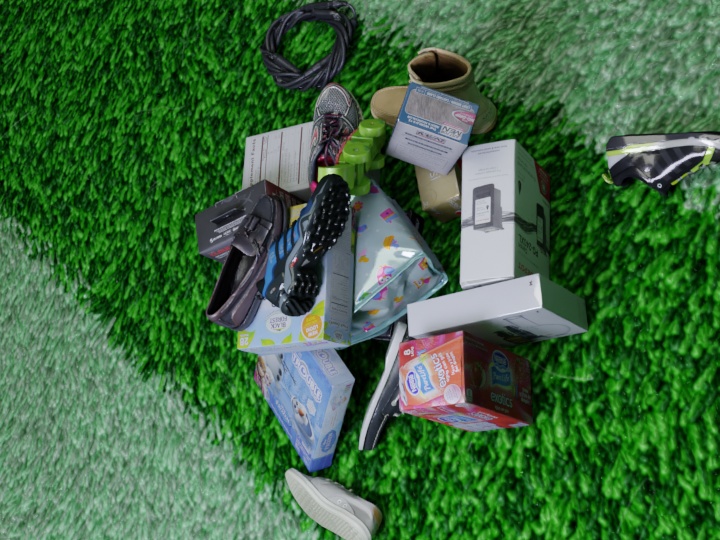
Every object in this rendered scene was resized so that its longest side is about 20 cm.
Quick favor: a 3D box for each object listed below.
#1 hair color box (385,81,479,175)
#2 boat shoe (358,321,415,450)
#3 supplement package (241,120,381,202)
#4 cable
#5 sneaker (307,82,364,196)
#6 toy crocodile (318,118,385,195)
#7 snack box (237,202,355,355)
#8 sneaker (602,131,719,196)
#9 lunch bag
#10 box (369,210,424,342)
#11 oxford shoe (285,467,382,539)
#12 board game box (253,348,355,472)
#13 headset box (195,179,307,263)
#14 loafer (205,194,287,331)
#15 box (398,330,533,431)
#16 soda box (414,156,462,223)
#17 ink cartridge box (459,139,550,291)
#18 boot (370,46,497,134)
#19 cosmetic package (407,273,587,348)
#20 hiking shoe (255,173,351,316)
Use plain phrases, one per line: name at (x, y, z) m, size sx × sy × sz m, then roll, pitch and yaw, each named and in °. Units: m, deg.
hair color box at (0.096, -0.193, 1.488) m, size 0.099 × 0.200 × 0.061 m, roll 19°, pitch 83°, yaw -1°
boat shoe at (0.050, 0.177, 1.567) m, size 0.060 × 0.076 × 0.201 m, roll 19°, pitch 103°, yaw 1°
supplement package at (-0.080, -0.163, 1.749) m, size 0.199 × 0.117 × 0.118 m, roll -8°, pitch 71°, yaw 34°
cable at (-0.095, -0.392, 1.891) m, size 0.199 × 0.051 × 0.164 m, roll 2°, pitch 80°, yaw 34°
sneaker at (-0.039, -0.190, 1.613) m, size 0.080 × 0.075 × 0.201 m, roll -3°, pitch 73°, yaw 12°
toy crocodile at (-0.004, -0.166, 1.547) m, size 0.061 × 0.068 × 0.200 m, roll 9°, pitch 35°, yaw 15°
snack box at (-0.091, 0.012, 1.527) m, size 0.168 × 0.068 × 0.201 m, roll -10°, pitch 73°, yaw 38°
sneaker at (0.420, -0.141, 1.426) m, size 0.199 × 0.072 × 0.083 m, roll 3°, pitch 100°, yaw 38°
lunch bag at (0.000, 0.000, 1.573) m, size 0.200 × 0.122 × 0.171 m, roll -40°, pitch 58°, yaw 9°
box at (0.007, 0.007, 1.670) m, size 0.160 × 0.049 × 0.201 m, roll 1°, pitch 75°, yaw 34°
oxford shoe at (-0.039, 0.342, 1.585) m, size 0.058 × 0.076 × 0.199 m, roll -36°, pitch 35°, yaw -28°
board game box at (-0.090, 0.164, 1.619) m, size 0.200 × 0.043 × 0.200 m, roll 53°, pitch 143°, yaw 36°
headset box at (-0.156, -0.062, 1.715) m, size 0.148 × 0.200 × 0.075 m, roll -23°, pitch 61°, yaw 27°
loafer at (-0.160, -0.014, 1.505) m, size 0.072 × 0.063 × 0.201 m, roll 20°, pitch 92°, yaw 44°
box at (0.142, 0.151, 1.424) m, size 0.099 × 0.200 × 0.096 m, roll -13°, pitch 68°, yaw 32°
soda box at (0.122, -0.179, 1.642) m, size 0.067 × 0.064 × 0.201 m, roll -22°, pitch 62°, yaw 28°
ink cartridge box at (0.203, -0.058, 1.488) m, size 0.083 × 0.145 × 0.201 m, roll -7°, pitch 70°, yaw 28°
boot at (0.087, -0.262, 1.556) m, size 0.199 × 0.155 × 0.073 m, roll 12°, pitch 75°, yaw 26°
cosmetic package at (0.186, 0.064, 1.455) m, size 0.199 × 0.151 × 0.052 m, roll -15°, pitch 66°, yaw 32°
hiking shoe at (-0.084, -0.042, 1.444) m, size 0.086 × 0.074 × 0.201 m, roll 25°, pitch 93°, yaw 36°
